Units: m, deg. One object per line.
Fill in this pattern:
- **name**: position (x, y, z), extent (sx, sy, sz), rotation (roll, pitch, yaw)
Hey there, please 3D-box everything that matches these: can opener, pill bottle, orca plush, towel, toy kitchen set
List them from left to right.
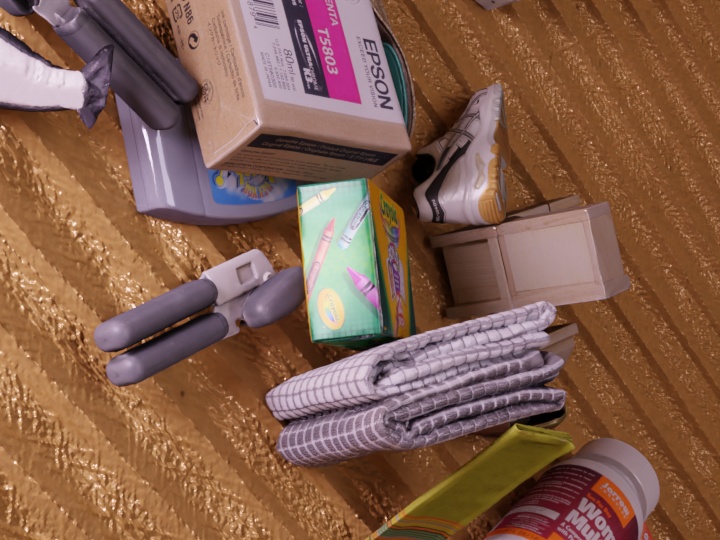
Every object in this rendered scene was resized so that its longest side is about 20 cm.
- **orca plush**: position (-0.266, -0.161, 1.048), extent (0.199, 0.105, 0.071), rotation (2, 38, -24)
- **can opener**: position (-0.205, -0.181, 1.121), extent (0.200, 0.067, 0.053), rotation (47, 61, -32)
- **can opener**: position (-0.111, 0.030, 1.166), extent (0.200, 0.067, 0.054), rotation (-28, 102, -54)
- **towel**: position (0.048, 0.098, 1.236), extent (0.199, 0.165, 0.086), rotation (-13, 84, -33)
- **towel**: position (0.080, 0.189, 1.265), extent (0.086, 0.200, 0.018), rotation (14, 42, -50)
- **pill bottle**: position (0.194, 0.243, 1.433), extent (0.200, 0.109, 0.110), rotation (-37, 109, -45)
- **toy kitchen set**: position (0.205, 0.018, 1.442), extent (0.200, 0.180, 0.164), rotation (-18, 96, -48)

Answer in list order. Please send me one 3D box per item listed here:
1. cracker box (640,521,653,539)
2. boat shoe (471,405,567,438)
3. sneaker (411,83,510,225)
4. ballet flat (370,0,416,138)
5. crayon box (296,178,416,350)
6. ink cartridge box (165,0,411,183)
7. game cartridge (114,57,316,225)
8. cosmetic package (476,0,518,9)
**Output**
- **cracker box**: position (0.240, 0.356, 1.498), extent (0.200, 0.058, 0.134), rotation (-45, 114, -42)
- **boat shoe**: position (0.107, 0.115, 1.396), extent (0.200, 0.068, 0.072), rotation (6, 80, -45)
- **sneaker**: position (0.091, -0.111, 1.427), extent (0.200, 0.087, 0.076), rotation (-74, 155, -57)
- **ballet flat**: position (0.007, -0.205, 1.363), extent (0.065, 0.070, 0.201), rotation (-46, 120, -61)
- **crayon box**: position (0.000, 0.000, 1.242), extent (0.200, 0.058, 0.119), rotation (25, 59, -80)
- **ink cartridge box**: position (-0.061, -0.174, 1.220), extent (0.164, 0.075, 0.201), rotation (3, 64, -43)
- **game cartridge**: position (-0.103, -0.104, 1.241), extent (0.200, 0.040, 0.134), rotation (-12, 94, -48)
- **cosmetic package**: position (0.158, -0.369, 1.531), extent (0.071, 0.105, 0.201), rotation (32, 58, -39)
